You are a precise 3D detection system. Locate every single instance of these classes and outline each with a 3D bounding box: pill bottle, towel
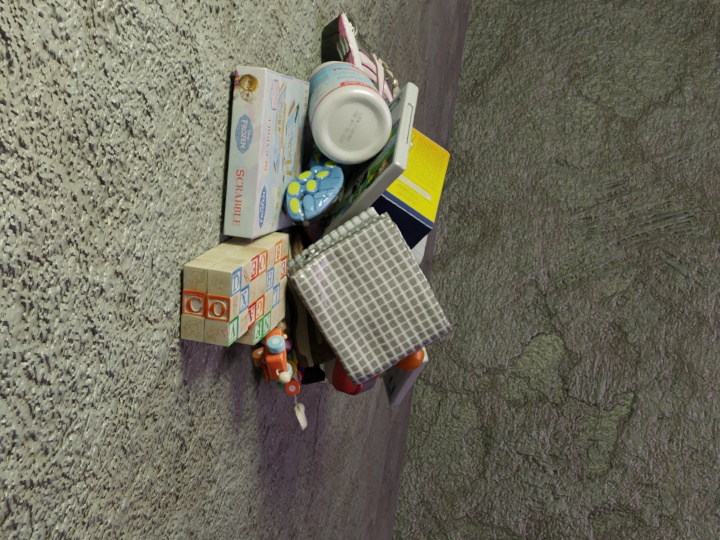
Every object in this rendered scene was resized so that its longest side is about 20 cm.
[{"bbox_3d":[-0.025,-0.235,1.151,0.200,0.108,0.109,-109,-162,-60],"label":"pill bottle"},{"bbox_3d":[0.010,0.036,1.086,0.200,0.165,0.086,59,3,-14],"label":"towel"}]

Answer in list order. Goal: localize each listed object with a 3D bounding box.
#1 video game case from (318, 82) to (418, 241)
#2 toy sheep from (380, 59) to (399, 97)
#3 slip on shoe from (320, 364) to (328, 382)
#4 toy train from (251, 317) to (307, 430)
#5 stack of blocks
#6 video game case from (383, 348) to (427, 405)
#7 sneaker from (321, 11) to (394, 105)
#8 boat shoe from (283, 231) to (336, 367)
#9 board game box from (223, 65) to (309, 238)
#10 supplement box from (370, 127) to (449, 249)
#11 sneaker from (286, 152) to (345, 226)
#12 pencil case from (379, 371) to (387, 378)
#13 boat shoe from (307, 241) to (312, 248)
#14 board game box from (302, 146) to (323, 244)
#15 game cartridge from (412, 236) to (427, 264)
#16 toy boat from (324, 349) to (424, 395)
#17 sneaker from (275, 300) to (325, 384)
[{"bbox_3d":[0.011,-0.150,1.154,0.200,0.022,0.183,-43,-154,42],"label":"video game case"},{"bbox_3d":[0.016,-0.267,1.393,0.138,0.138,0.201,21,80,-78],"label":"toy sheep"},{"bbox_3d":[-0.077,0.166,1.385,0.074,0.061,0.200,65,16,15],"label":"slip on shoe"},{"bbox_3d":[-0.119,0.133,1.112,0.200,0.055,0.150,82,-2,-48],"label":"toy train"},{"bbox_3d":[-0.146,0.028,0.964,0.200,0.058,0.115,-47,143,-71],"label":"stack of blocks"},{"bbox_3d":[0.058,0.111,1.369,0.200,0.022,0.183,110,-31,-59],"label":"video game case"},{"bbox_3d":[0.007,-0.317,1.289,0.086,0.080,0.200,-32,114,-32],"label":"sneaker"},{"bbox_3d":[-0.070,0.038,1.181,0.075,0.075,0.203,87,-7,-80],"label":"boat shoe"},{"bbox_3d":[-0.117,-0.151,1.030,0.200,0.041,0.201,-35,131,-77],"label":"board game box"},{"bbox_3d":[0.052,-0.123,1.239,0.109,0.109,0.200,-45,-162,40],"label":"supplement box"},{"bbox_3d":[-0.053,-0.102,1.101,0.200,0.071,0.083,-74,162,-65],"label":"sneaker"},{"bbox_3d":[-0.018,0.107,1.415,0.089,0.078,0.200,25,34,-36],"label":"pencil case"},{"bbox_3d":[-0.053,-0.052,1.364,0.071,0.064,0.200,55,32,-19],"label":"boat shoe"},{"bbox_3d":[-0.039,-0.113,1.297,0.152,0.045,0.200,63,29,-26],"label":"board game box"},{"bbox_3d":[0.060,-0.106,1.357,0.041,0.133,0.200,-41,-157,37],"label":"game cartridge"},{"bbox_3d":[0.039,0.105,1.208,0.130,0.131,0.200,-9,121,-60],"label":"toy boat"},{"bbox_3d":[-0.071,0.082,1.259,0.070,0.099,0.201,9,89,-81],"label":"sneaker"}]
